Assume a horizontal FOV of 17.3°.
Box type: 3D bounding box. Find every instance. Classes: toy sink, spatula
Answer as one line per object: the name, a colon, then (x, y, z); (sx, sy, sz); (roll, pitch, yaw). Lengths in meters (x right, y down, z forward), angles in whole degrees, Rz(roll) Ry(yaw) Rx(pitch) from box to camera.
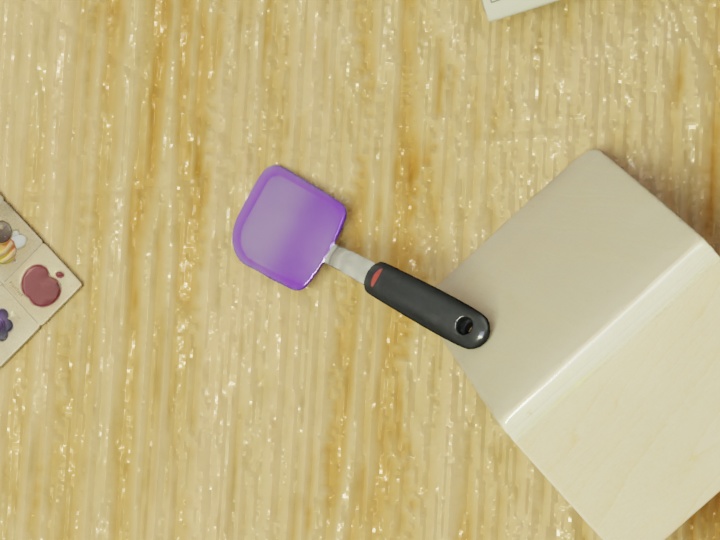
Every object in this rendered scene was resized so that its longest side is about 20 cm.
toy sink: (0.128, 0.040, 1.189); (0.130, 0.200, 0.112); (-42, 108, 2)
spatula: (0.000, 0.000, 1.228); (0.200, 0.021, 0.057); (29, 89, 48)

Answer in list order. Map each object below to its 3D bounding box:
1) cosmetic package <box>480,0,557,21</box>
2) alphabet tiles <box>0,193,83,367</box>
cosmetic package: (0.144, -0.213, 1.231); (0.198, 0.071, 0.106); (-16, 110, 6)
alphabet tiles: (-0.279, -0.005, 1.325); (0.167, 0.008, 0.200); (-44, 79, 2)
